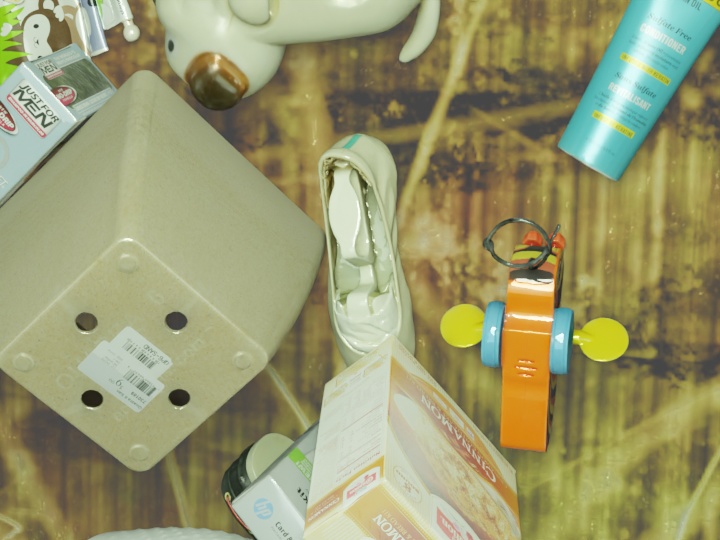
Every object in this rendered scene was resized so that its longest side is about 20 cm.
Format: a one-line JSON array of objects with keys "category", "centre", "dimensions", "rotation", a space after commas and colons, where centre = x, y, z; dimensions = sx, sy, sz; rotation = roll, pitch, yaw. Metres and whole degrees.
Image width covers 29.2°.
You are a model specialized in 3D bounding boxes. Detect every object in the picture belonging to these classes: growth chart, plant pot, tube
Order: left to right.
[{"category": "growth chart", "centre": [-0.268, -0.196, 1.101], "dimensions": [0.198, 0.018, 0.146], "rotation": [-24, 93, 18]}, {"category": "plant pot", "centre": [-0.154, 0.018, 0.988], "dimensions": [0.200, 0.178, 0.200], "rotation": [-41, 114, 16]}, {"category": "tube", "centre": [0.210, -0.162, 0.973], "dimensions": [0.077, 0.050, 0.202], "rotation": [27, 100, -5]}]

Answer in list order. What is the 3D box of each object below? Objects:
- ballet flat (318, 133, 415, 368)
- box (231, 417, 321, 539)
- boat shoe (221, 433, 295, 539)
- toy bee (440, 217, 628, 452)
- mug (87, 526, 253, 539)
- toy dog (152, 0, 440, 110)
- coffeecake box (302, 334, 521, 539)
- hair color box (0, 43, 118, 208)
[{"category": "ballet flat", "centre": [0.000, 0.000, 1.040], "dimensions": [0.069, 0.069, 0.203], "rotation": [-5, 98, 15]}, {"category": "box", "centre": [-0.001, 0.187, 1.000], "dimensions": [0.041, 0.200, 0.156], "rotation": [-39, 88, 19]}, {"category": "boat shoe", "centre": [-0.025, 0.216, 1.085], "dimensions": [0.201, 0.074, 0.063], "rotation": [46, 134, -4]}, {"category": "toy bee", "centre": [0.134, 0.027, 1.003], "dimensions": [0.130, 0.109, 0.201], "rotation": [23, 129, 1]}, {"category": "mug", "centre": [-0.113, 0.281, 1.066], "dimensions": [0.174, 0.200, 0.149], "rotation": [-11, 53, 35]}, {"category": "toy dog", "centre": [-0.058, -0.206, 0.998], "dimensions": [0.199, 0.140, 0.194], "rotation": [-31, 132, 16]}, {"category": "coffeecake box", "centre": [0.042, 0.161, 0.966], "dimensions": [0.073, 0.200, 0.154], "rotation": [-36, 108, 17]}, {"category": "hair color box", "centre": [-0.283, -0.082, 1.072], "dimensions": [0.200, 0.099, 0.061], "rotation": [-42, 96, 20]}]
